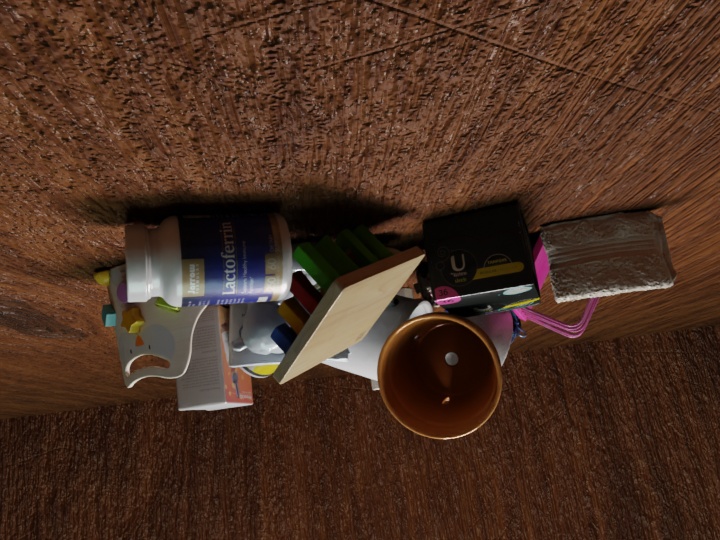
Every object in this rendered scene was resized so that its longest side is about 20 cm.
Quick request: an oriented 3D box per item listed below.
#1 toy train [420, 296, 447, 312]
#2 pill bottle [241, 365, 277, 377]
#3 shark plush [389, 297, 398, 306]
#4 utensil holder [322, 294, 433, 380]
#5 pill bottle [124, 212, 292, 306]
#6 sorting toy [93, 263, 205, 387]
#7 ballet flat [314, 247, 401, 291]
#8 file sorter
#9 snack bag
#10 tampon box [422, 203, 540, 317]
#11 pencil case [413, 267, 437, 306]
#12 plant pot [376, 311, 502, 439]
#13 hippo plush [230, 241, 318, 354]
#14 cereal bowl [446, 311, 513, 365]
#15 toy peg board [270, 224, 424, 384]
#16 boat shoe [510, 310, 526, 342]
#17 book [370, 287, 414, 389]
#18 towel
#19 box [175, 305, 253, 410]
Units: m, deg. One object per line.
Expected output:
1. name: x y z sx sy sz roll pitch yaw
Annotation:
1. toy train: 0.217 0.049 1.450 0.199 0.085 0.116 0 154 -29
2. pill bottle: -0.164 0.122 1.384 0.112 0.112 0.200 7 140 -46
3. shark plush: 0.000 0.000 1.228 0.083 0.091 0.200 29 167 -37
4. utensil holder: 0.015 0.118 1.295 0.199 0.171 0.170 12 175 25
5. pill bottle: -0.194 -0.013 0.874 0.199 0.116 0.116 -4 166 -19
6. sorting toy: -0.321 0.081 1.051 0.199 0.181 0.107 -15 165 26
7. ballet flat: -0.017 -0.004 1.130 0.199 0.063 0.067 -27 138 26
8. file sorter: 0.364 0.038 1.249 0.125 0.140 0.200 24 178 22
9. snack bag: -0.123 0.081 1.167 0.199 0.189 0.021 -3 139 -8
10. tampon box: 0.197 -0.007 1.091 0.149 0.127 0.200 -12 166 16
11. pencil case: 0.203 0.018 1.300 0.199 0.078 0.089 -11 168 12
12. plant pot: 0.142 0.161 1.145 0.199 0.201 0.140 -13 -179 19
13. hippo plush: -0.122 0.046 1.059 0.158 0.162 0.200 -10 166 8
14. cereal bowl: 0.193 0.137 1.294 0.083 0.201 0.200 29 154 -15
15. toy peg board: -0.040 0.033 0.981 0.200 0.098 0.199 -21 152 -51
16. boat shoe: 0.293 0.103 1.399 0.068 0.085 0.200 -8 -176 3
17. book: 0.067 0.151 1.508 0.133 0.201 0.048 -18 163 39
18. towel: 0.405 -0.024 1.128 0.199 0.133 0.034 -9 165 3
19. box: -0.307 0.187 1.444 0.106 0.201 0.152 -10 167 10
